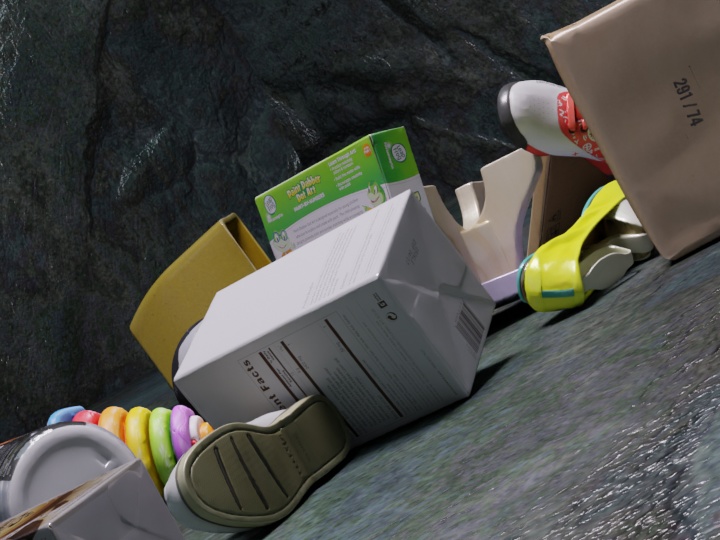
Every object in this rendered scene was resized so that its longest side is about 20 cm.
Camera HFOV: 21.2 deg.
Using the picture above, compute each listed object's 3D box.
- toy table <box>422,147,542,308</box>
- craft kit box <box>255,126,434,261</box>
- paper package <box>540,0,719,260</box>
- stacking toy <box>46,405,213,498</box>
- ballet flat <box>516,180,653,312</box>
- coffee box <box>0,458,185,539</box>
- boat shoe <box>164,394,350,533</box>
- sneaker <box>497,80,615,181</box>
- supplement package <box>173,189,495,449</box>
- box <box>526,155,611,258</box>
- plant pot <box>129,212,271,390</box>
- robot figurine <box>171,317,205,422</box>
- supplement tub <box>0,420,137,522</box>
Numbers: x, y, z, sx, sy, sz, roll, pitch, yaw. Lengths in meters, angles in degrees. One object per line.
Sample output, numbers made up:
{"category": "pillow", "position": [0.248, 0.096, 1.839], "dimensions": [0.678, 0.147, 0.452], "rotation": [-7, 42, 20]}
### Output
{"category": "toy table", "position": [0.099, -0.022, 1.707], "dimensions": [0.198, 0.118, 0.184], "rotation": [-23, -5, 13]}
{"category": "craft kit box", "position": [0.000, 0.000, 1.665], "dimensions": [0.048, 0.199, 0.199], "rotation": [-19, -2, -35]}
{"category": "paper package", "position": [0.270, -0.139, 1.496], "dimensions": [0.189, 0.201, 0.103], "rotation": [-28, 3, 13]}
{"category": "stacking toy", "position": [-0.174, 0.162, 1.726], "dimensions": [0.198, 0.117, 0.110], "rotation": [-14, 0, 8]}
{"category": "ballet flat", "position": [0.200, -0.018, 1.570], "dimensions": [0.066, 0.068, 0.200], "rotation": [1, 24, 35]}
{"category": "coffee box", "position": [-0.234, 0.216, 1.349], "dimensions": [0.199, 0.080, 0.113], "rotation": [-26, 4, 33]}
{"category": "boat shoe", "position": [-0.080, 0.142, 1.328], "dimensions": [0.068, 0.075, 0.199], "rotation": [-30, -7, 28]}
{"category": "sneaker", "position": [0.218, -0.132, 1.666], "dimensions": [0.200, 0.068, 0.107], "rotation": [19, -27, -41]}
{"category": "supplement package", "position": [-0.018, 0.054, 1.444], "dimensions": [0.199, 0.120, 0.122], "rotation": [-26, 24, 30]}
{"category": "box", "position": [0.229, -0.104, 1.822], "dimensions": [0.163, 0.021, 0.201], "rotation": [-29, -38, -26]}
{"category": "plant pot", "position": [-0.202, 0.063, 2.646], "dimensions": [0.199, 0.196, 0.194], "rotation": [-37, 2, 5]}
{"category": "robot figurine", "position": [-0.105, 0.090, 1.816], "dimensions": [0.124, 0.152, 0.200], "rotation": [-15, -4, -30]}
{"category": "supplement tub", "position": [-0.258, 0.193, 1.557], "dimensions": [0.122, 0.123, 0.200], "rotation": [-30, 3, -28]}
